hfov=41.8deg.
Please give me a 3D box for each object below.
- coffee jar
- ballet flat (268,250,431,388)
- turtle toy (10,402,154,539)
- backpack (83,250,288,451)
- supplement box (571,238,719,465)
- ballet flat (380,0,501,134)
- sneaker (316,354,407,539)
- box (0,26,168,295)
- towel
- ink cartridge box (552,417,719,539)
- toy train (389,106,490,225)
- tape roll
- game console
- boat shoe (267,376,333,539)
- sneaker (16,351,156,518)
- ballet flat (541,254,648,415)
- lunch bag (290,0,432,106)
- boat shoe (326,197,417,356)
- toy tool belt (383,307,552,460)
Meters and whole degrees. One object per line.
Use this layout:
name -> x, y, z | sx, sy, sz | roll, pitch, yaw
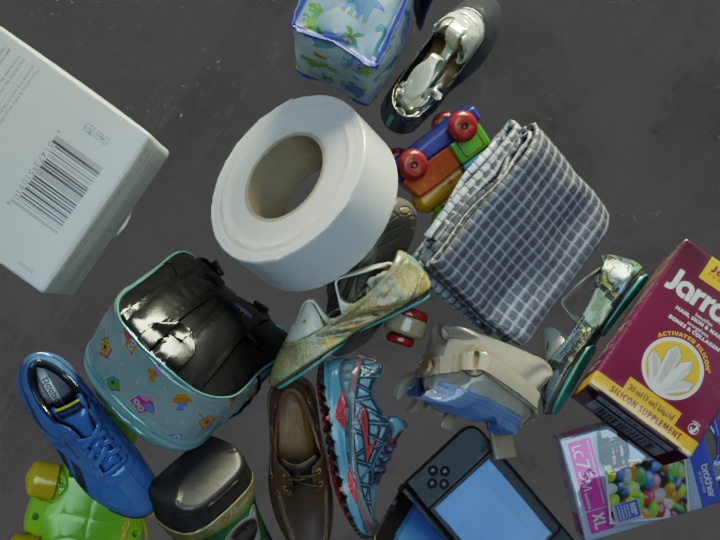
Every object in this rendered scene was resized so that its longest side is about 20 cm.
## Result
coffee jar -> -0.145, 0.276, 0.979 | 0.104, 0.085, 0.202 | -38, 127, -37
ballet flat -> -0.022, 0.045, 0.974 | 0.199, 0.071, 0.071 | -32, 89, 5
turtle toy -> -0.289, 0.243, 1.012 | 0.144, 0.101, 0.203 | 15, 84, -17
backpack -> -0.190, 0.091, 0.976 | 0.176, 0.200, 0.153 | 43, 107, -1
supplement box -> 0.344, 0.092, 1.033 | 0.130, 0.103, 0.201 | 34, 77, 11
ballet flat -> 0.095, -0.241, 1.072 | 0.073, 0.073, 0.201 | 39, 86, -1
sneaker -> 0.010, 0.193, 1.044 | 0.094, 0.079, 0.203 | -10, 88, -6
box -> -0.346, -0.110, 1.011 | 0.199, 0.131, 0.200 | 34, 86, -1
towel -> 0.166, -0.035, 1.024 | 0.165, 0.085, 0.201 | 40, 84, -32
ink cartridge box -> 0.331, 0.223, 1.081 | 0.197, 0.042, 0.121 | -15, 89, -5
toy train -> 0.071, -0.085, 1.065 | 0.199, 0.085, 0.116 | -38, 103, -4
tape roll -> -0.061, -0.084, 0.999 | 0.200, 0.071, 0.205 | -18, 55, 28
game console -> 0.131, 0.301, 1.026 | 0.170, 0.118, 0.200 | -41, 91, -4
boat shoe -> -0.070, 0.219, 1.043 | 0.071, 0.068, 0.203 | -7, 88, -4
sneaker -> -0.271, 0.167, 0.934 | 0.066, 0.078, 0.201 | -38, 94, -20
ballet flat -> 0.248, 0.068, 1.077 | 0.074, 0.074, 0.201 | 36, 84, -1
lunch bag -> 0.015, -0.301, 1.020 | 0.126, 0.170, 0.202 | 24, 84, -2
boat shoe -> 0.000, 0.000, 1.043 | 0.073, 0.074, 0.202 | 39, 118, 36
toy tool belt -> 0.102, 0.125, 1.026 | 0.198, 0.125, 0.124 | 21, 85, -16
